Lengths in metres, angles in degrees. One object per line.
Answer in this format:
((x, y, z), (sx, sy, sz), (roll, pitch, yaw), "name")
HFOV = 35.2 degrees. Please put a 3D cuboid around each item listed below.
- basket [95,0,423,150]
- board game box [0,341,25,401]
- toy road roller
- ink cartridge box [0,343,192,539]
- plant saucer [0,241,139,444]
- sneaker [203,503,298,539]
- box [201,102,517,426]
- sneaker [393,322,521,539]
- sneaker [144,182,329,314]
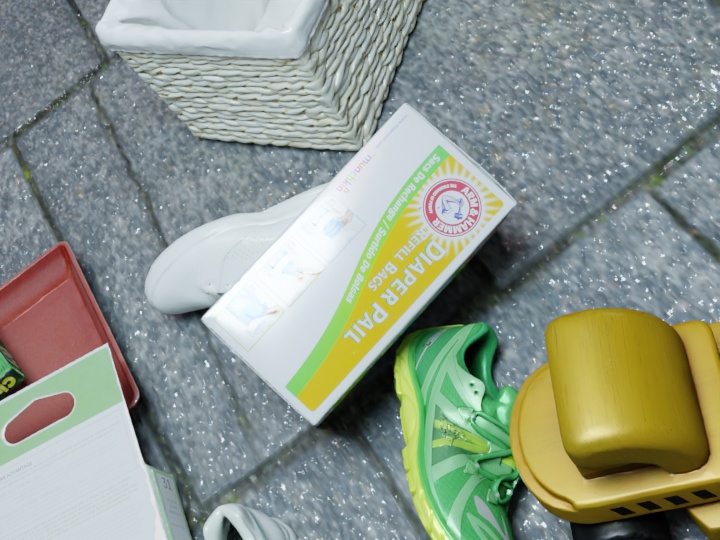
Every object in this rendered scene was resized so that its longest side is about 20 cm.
((-0.070, -0.222, 0.945), (0.200, 0.161, 0.199), (7, 64, 31), "basket")
((-0.364, 0.066, 0.956), (0.105, 0.023, 0.200), (-43, 50, -6), "board game box")
((0.182, 0.081, 0.634), (0.200, 0.146, 0.123), (-16, 55, 18), "toy road roller")
((-0.205, 0.174, 0.819), (0.145, 0.048, 0.200), (-28, 60, 9), "ink cartridge box")
((-0.282, 0.102, 0.929), (0.200, 0.037, 0.200), (-37, 51, 1), "plant saucer")
((-0.074, 0.241, 0.708), (0.070, 0.080, 0.201), (-19, 55, 13), "sneaker")
((0.000, 0.000, 0.780), (0.101, 0.113, 0.200), (42, 83, 5), "box")
((0.073, 0.113, 0.716), (0.083, 0.074, 0.200), (-24, 52, 17), "sneaker")
((-0.072, 0.003, 0.867), (0.200, 0.075, 0.089), (-23, 64, 11), "sneaker")
